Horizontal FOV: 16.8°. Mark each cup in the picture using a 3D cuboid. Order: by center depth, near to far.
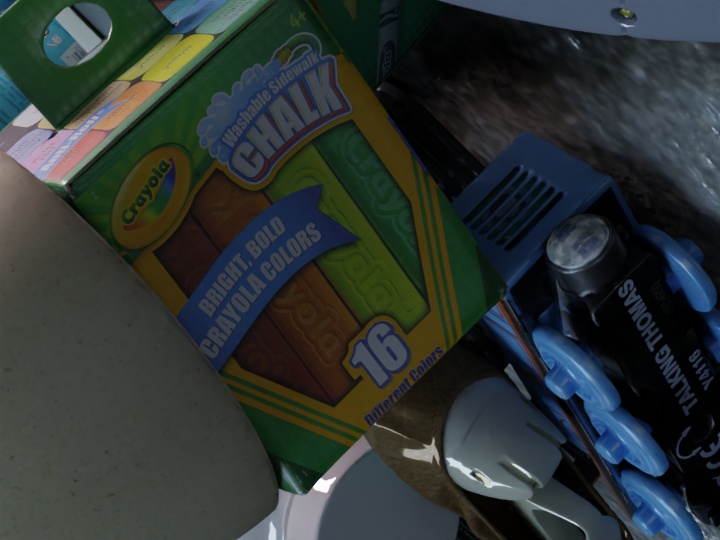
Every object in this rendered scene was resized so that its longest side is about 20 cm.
[{"bbox_3d":[-0.150,0.067,0.931,0.200,0.143,0.201,42,162,16],"label":"cup"}]

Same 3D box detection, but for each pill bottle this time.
[{"bbox_3d":[-0.048,0.091,1.147,0.200,0.112,0.112,20,153,49],"label":"pill bottle"}]

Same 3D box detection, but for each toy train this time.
[{"bbox_3d":[0.110,0.034,1.040,0.114,0.087,0.200,37,167,45],"label":"toy train"}]

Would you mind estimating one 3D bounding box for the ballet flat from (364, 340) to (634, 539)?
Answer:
[{"bbox_3d":[0.069,0.092,1.055,0.072,0.068,0.200,18,154,47],"label":"ballet flat"}]

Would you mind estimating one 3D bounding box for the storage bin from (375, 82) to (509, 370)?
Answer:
[{"bbox_3d":[0.000,0.000,1.166,0.135,0.094,0.200,44,162,-9],"label":"storage bin"}]

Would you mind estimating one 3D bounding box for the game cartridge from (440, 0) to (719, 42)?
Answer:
[{"bbox_3d":[0.033,-0.135,0.776,0.199,0.041,0.133,17,150,17],"label":"game cartridge"}]

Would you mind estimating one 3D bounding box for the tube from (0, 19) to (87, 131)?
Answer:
[{"bbox_3d":[-0.179,-0.065,1.210,0.077,0.200,0.050,41,162,5],"label":"tube"}]

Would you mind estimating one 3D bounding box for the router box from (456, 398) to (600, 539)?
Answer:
[{"bbox_3d":[0.062,0.142,1.270,0.052,0.157,0.200,39,164,6],"label":"router box"}]

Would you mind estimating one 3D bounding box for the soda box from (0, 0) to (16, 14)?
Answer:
[{"bbox_3d":[-0.208,-0.161,1.260,0.200,0.068,0.064,50,160,-25],"label":"soda box"}]

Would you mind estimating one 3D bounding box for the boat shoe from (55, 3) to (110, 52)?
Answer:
[{"bbox_3d":[-0.141,-0.170,1.144,0.200,0.073,0.062,45,121,10],"label":"boat shoe"}]

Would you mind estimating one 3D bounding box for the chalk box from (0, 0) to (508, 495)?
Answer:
[{"bbox_3d":[-0.062,-0.032,0.951,0.200,0.125,0.124,53,161,-22],"label":"chalk box"}]

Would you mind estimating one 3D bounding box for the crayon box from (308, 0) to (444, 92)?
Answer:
[{"bbox_3d":[-0.050,-0.164,0.929,0.118,0.058,0.200,30,159,33],"label":"crayon box"}]
